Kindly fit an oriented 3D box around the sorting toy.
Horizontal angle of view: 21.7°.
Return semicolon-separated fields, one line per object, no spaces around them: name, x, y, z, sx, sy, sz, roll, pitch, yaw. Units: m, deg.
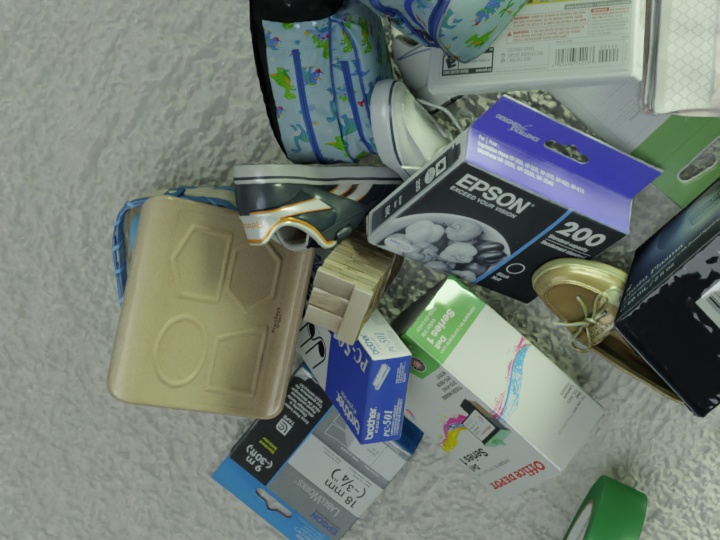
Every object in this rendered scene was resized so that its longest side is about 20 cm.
sorting toy;-0.137;0.036;1.717;0.036;0.199;0.187;12;90;46

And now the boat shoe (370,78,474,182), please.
boat shoe;0.076;-0.104;1.708;0.085;0.075;0.202;-1;145;23

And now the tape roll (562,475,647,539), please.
tape roll;0.213;0.298;1.804;0.048;0.201;0.202;25;114;3

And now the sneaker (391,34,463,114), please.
sneaker;0.110;-0.225;1.704;0.199;0.075;0.087;-36;94;22

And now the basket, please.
basket;-0.169;0.004;1.783;0.137;0.200;0.178;1;113;16

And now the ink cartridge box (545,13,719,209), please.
ink cartridge box;0.255;-0.160;1.689;0.199;0.060;0.104;39;114;-18

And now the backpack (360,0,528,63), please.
backpack;0.071;-0.280;1.562;0.147;0.200;0.183;46;103;25

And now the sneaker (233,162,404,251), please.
sneaker;-0.035;-0.059;1.727;0.078;0.199;0.080;-1;91;50

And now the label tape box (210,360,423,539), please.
label tape box;-0.052;0.199;1.905;0.144;0.063;0.200;38;114;-2

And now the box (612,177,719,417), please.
box;0.339;-0.007;1.660;0.123;0.198;0.200;46;113;-4

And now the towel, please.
towel;0.338;-0.232;1.623;0.189;0.032;0.202;-3;106;-11

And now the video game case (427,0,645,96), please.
video game case;0.155;-0.248;1.638;0.198;0.023;0.184;-1;80;30

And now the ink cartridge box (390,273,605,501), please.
ink cartridge box;0.112;0.115;1.787;0.200;0.084;0.145;41;153;-4

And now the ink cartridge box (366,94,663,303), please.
ink cartridge box;0.140;-0.057;1.693;0.197;0.044;0.200;21;138;-30

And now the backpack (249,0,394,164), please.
backpack;-0.035;-0.191;1.708;0.152;0.164;0.202;5;120;-2

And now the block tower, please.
block tower;0.000;0.000;1.743;0.057;0.200;0.054;21;113;5

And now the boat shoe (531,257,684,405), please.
boat shoe;0.245;0.055;1.748;0.199;0.063;0.073;28;135;-17

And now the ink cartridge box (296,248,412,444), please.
ink cartridge box;-0.014;0.069;1.775;0.044;0.200;0.095;-6;121;-23
